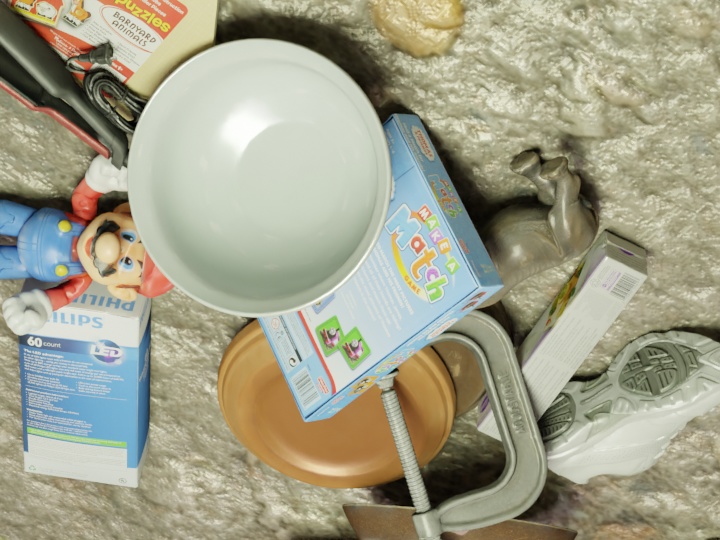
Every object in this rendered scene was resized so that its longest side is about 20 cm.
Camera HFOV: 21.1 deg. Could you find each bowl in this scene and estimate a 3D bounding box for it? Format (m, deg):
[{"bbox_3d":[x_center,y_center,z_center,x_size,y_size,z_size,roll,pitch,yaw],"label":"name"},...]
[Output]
[{"bbox_3d":[-0.062,-0.066,1.416,0.201,0.090,0.202,0,91,17],"label":"bowl"}]

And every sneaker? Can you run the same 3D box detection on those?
[{"bbox_3d":[0.230,0.116,1.574,0.200,0.078,0.099,-25,134,32],"label":"sneaker"}]

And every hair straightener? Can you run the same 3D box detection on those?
[{"bbox_3d":[-0.201,-0.128,1.411,0.077,0.041,0.200,-32,119,31],"label":"hair straightener"}]

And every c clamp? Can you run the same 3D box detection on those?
[{"bbox_3d":[0.058,0.134,1.518,0.170,0.027,0.200,-12,91,-2],"label":"c clamp"}]

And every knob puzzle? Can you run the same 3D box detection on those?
[{"bbox_3d":[-0.186,-0.212,1.386,0.219,0.030,0.220,5,130,6],"label":"knob puzzle"}]

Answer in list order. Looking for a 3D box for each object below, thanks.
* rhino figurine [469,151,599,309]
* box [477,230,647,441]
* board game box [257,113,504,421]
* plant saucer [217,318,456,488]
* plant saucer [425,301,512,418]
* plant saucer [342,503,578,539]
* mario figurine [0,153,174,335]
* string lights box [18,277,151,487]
[{"bbox_3d":[0.091,-0.013,1.473,0.200,0.060,0.087,-30,120,18],"label":"rhino figurine"},{"bbox_3d":[0.158,0.056,1.533,0.041,0.039,0.200,25,122,-11],"label":"box"},{"bbox_3d":[0.000,0.000,1.466,0.037,0.152,0.200,-2,151,-50],"label":"board game box"},{"bbox_3d":[-0.022,0.113,1.591,0.200,0.037,0.200,5,130,6],"label":"plant saucer"},{"bbox_3d":[0.024,0.062,1.583,0.200,0.030,0.200,5,131,6],"label":"plant saucer"},{"bbox_3d":[0.082,0.224,1.628,0.200,0.035,0.200,7,169,1],"label":"plant saucer"},{"bbox_3d":[-0.230,-0.023,1.505,0.199,0.106,0.124,3,128,9],"label":"mario figurine"},{"bbox_3d":[-0.231,0.089,1.627,0.103,0.059,0.200,8,131,2],"label":"string lights box"}]
